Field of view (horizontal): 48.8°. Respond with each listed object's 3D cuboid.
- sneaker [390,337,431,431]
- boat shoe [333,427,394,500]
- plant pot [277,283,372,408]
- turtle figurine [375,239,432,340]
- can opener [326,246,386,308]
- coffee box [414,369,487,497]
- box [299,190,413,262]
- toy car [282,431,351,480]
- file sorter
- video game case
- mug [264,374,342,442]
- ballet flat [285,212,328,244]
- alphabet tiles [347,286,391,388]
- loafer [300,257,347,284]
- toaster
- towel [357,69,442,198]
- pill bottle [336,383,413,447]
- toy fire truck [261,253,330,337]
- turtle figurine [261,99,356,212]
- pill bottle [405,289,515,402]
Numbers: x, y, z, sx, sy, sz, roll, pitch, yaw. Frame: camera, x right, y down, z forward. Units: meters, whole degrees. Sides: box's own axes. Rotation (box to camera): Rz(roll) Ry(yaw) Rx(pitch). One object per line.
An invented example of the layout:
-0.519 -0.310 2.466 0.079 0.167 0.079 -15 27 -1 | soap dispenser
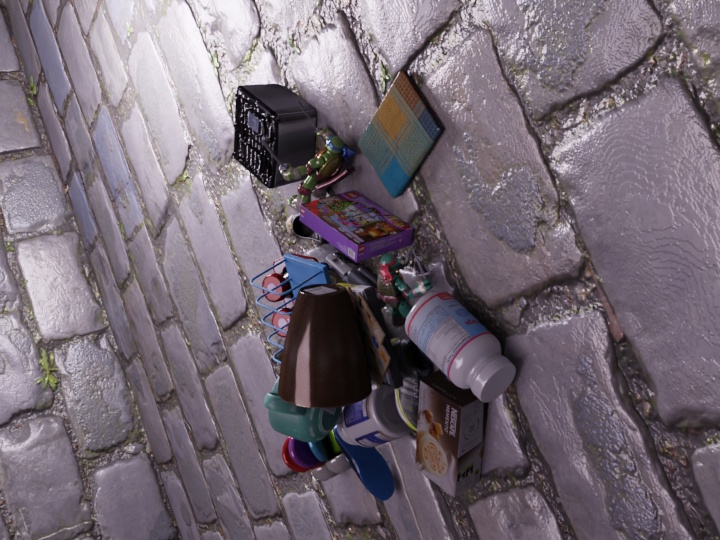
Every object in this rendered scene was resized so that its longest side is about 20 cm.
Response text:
0.107 0.225 1.568 0.081 0.073 0.203 -29 81 52 | sneaker
0.012 0.419 1.781 0.202 0.083 0.069 60 167 6 | boat shoe
-0.071 0.134 1.526 0.186 0.185 0.204 15 110 52 | plant pot
0.077 0.028 1.491 0.150 0.099 0.202 -112 8 -57 | turtle figurine
0.000 0.000 1.646 0.199 0.053 0.068 39 134 40 | can opener
0.170 0.302 1.494 0.114 0.079 0.203 28 126 43 | coffee box
-0.011 -0.090 1.547 0.199 0.135 0.040 36 132 42 | box
-0.112 0.416 1.900 0.200 0.148 0.177 -42 68 54 | toy car
-0.132 0.092 1.659 0.138 0.122 0.203 16 128 46 | file sorter
0.011 0.126 1.580 0.180 0.025 0.203 3 112 67 | video game case
-0.114 0.289 1.664 0.113 0.185 0.154 13 121 27 | mug
-0.116 -0.098 1.772 0.199 0.056 0.068 11 112 54 | ballet flat
0.008 0.133 1.551 0.168 0.006 0.201 60 158 25 | alphabet tiles
-0.070 0.042 1.732 0.200 0.068 0.076 41 118 27 | loafer
-0.190 -0.296 1.743 0.200 0.117 0.183 41 135 41 | toaster
0.072 -0.247 1.466 0.148 0.021 0.201 60 142 19 | towel
0.030 0.306 1.671 0.200 0.118 0.121 -36 74 55 | pill bottle
-0.123 0.056 1.824 0.166 0.112 0.203 -20 85 31 | toy fire truck
-0.113 -0.229 1.641 0.195 0.197 0.146 113 165 -49 | turtle figurine
0.175 0.133 1.390 0.200 0.108 0.110 45 137 36 | pill bottle
